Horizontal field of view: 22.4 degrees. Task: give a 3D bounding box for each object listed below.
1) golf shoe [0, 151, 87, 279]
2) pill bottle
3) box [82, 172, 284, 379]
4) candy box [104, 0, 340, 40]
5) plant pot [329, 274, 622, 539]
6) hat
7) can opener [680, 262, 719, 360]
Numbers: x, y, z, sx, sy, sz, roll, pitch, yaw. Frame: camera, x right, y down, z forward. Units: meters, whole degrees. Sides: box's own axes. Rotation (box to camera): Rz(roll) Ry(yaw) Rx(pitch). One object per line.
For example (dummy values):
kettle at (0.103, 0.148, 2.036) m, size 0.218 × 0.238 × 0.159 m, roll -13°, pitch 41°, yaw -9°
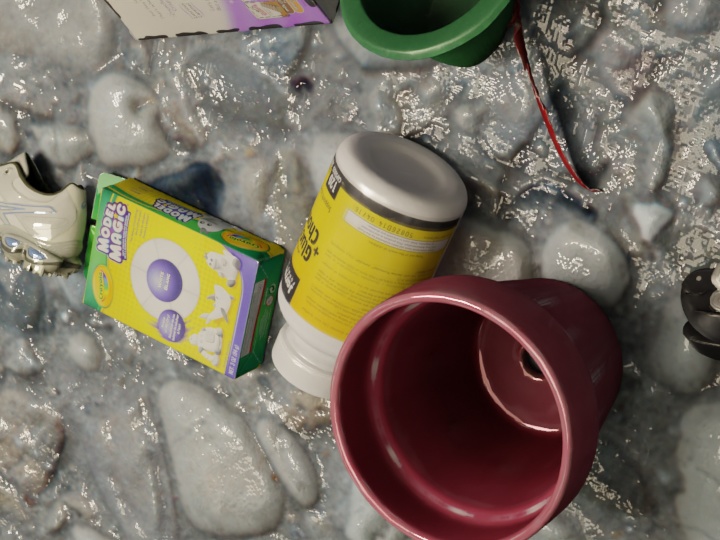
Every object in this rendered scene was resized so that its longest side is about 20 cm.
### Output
golf shoe at (-0.331, -0.067, 1.673) m, size 0.198 × 0.078 × 0.098 m, roll 21°, pitch 98°, yaw 20°
pill bottle at (0.000, 0.000, 1.445) m, size 0.112 × 0.112 × 0.201 m, roll 35°, pitch 119°, yaw 19°
box at (-0.167, 0.000, 1.592) m, size 0.199 × 0.048 × 0.118 m, roll 25°, pitch 116°, yaw 26°
candy box at (-0.133, -0.263, 1.420) m, size 0.198 × 0.072 × 0.168 m, roll 1°, pitch 149°, yaw 32°
plant pot at (0.105, 0.089, 1.364) m, size 0.198 × 0.179 × 0.202 m, roll 10°, pitch 110°, yaw 30°
hat at (0.094, -0.187, 1.389) m, size 0.164 × 0.176 × 0.202 m, roll 1°, pitch 67°, yaw 34°
can opener at (0.321, 0.024, 1.290) m, size 0.198 × 0.079 × 0.064 m, roll -4°, pitch 63°, yaw 30°
